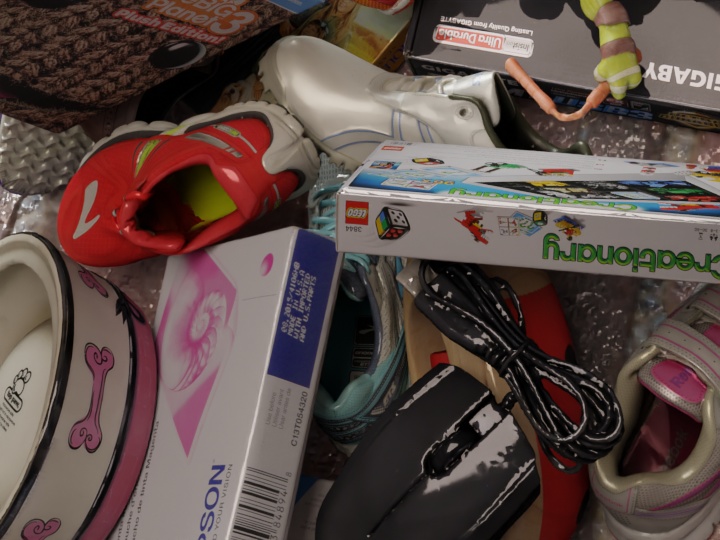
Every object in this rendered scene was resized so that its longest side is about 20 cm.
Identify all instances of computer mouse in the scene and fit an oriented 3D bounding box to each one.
[{"bbox_3d":[0.030,0.103,1.182,0.138,0.053,0.201,44,120,24],"label":"computer mouse"}]

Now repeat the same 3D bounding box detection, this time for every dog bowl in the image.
[{"bbox_3d":[-0.186,0.084,1.339,0.200,0.073,0.201,-36,44,44],"label":"dog bowl"}]

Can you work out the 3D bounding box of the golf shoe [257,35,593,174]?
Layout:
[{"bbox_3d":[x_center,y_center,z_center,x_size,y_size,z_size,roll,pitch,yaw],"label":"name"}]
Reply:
[{"bbox_3d":[0.041,-0.085,1.299,0.199,0.078,0.098,33,129,4],"label":"golf shoe"}]

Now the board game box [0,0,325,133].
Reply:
[{"bbox_3d":[-0.148,-0.170,1.272,0.199,0.159,0.098,-23,66,32],"label":"board game box"}]

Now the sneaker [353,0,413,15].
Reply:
[{"bbox_3d":[-0.010,-0.230,1.339,0.073,0.077,0.201,-45,40,27],"label":"sneaker"}]

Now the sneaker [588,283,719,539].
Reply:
[{"bbox_3d":[0.184,0.054,1.229,0.081,0.088,0.201,27,87,26],"label":"sneaker"}]

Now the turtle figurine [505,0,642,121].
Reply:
[{"bbox_3d":[0.138,-0.190,1.260,0.160,0.064,0.201,-15,72,4],"label":"turtle figurine"}]

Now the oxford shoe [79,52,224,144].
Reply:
[{"bbox_3d":[-0.095,-0.153,1.383,0.072,0.071,0.201,42,105,23],"label":"oxford shoe"}]

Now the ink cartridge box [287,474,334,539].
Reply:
[{"bbox_3d":[-0.037,0.215,1.287,0.115,0.068,0.202,10,79,25],"label":"ink cartridge box"}]

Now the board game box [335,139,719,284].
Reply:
[{"bbox_3d":[0.096,-0.031,1.195,0.198,0.126,0.035,5,105,10],"label":"board game box"}]

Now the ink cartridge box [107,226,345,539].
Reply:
[{"bbox_3d":[-0.091,0.084,1.295,0.199,0.043,0.198,-13,63,56],"label":"ink cartridge box"}]

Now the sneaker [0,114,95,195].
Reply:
[{"bbox_3d":[-0.194,-0.149,1.458,0.099,0.069,0.202,22,103,57],"label":"sneaker"}]

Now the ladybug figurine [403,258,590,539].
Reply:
[{"bbox_3d":[0.074,0.070,1.253,0.071,0.136,0.202,-11,95,-14],"label":"ladybug figurine"}]

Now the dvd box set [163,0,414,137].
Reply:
[{"bbox_3d":[-0.029,-0.165,1.410,0.200,0.029,0.146,-48,64,4],"label":"dvd box set"}]

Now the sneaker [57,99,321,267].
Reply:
[{"bbox_3d":[-0.113,-0.041,1.322,0.199,0.085,0.077,-20,107,44],"label":"sneaker"}]

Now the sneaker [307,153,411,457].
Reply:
[{"bbox_3d":[0.000,0.000,1.320,0.077,0.086,0.202,-11,69,20],"label":"sneaker"}]

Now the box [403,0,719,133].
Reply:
[{"bbox_3d":[0.141,-0.188,1.320,0.198,0.050,0.200,12,78,14],"label":"box"}]
